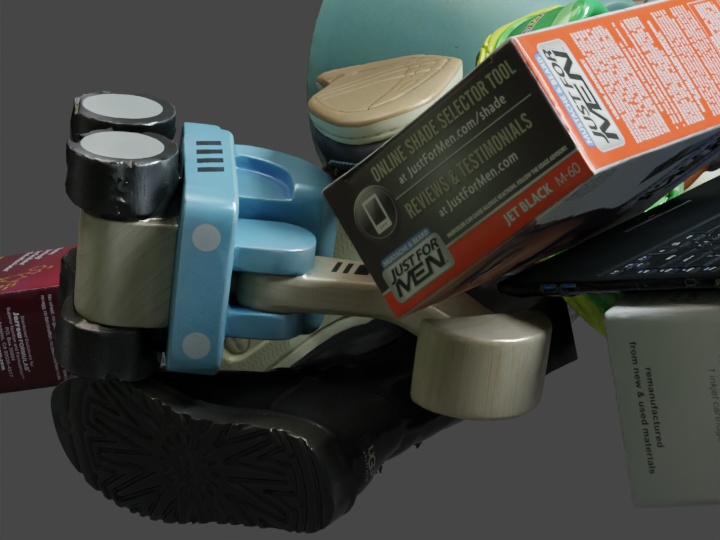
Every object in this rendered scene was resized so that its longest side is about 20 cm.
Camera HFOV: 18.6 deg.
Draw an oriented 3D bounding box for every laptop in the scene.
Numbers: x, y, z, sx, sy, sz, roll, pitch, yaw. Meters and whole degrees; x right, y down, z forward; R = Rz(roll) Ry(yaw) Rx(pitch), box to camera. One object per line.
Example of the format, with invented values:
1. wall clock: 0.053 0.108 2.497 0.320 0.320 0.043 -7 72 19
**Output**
1. laptop: 0.173 -0.064 0.875 0.199 0.104 0.177 -2 14 43

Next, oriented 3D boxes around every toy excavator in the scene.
1. toy excavator: -0.029 -0.001 0.940 0.198 0.101 0.195 4 20 -7

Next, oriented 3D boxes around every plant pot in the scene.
1. plant pot: 0.090 -0.123 1.401 0.160 0.202 0.200 16 26 34

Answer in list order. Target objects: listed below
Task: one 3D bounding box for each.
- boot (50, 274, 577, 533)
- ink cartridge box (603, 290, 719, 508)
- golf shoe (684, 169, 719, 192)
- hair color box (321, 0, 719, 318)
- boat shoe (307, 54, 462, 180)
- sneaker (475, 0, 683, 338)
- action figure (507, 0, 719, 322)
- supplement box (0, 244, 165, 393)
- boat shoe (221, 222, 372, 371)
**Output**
1. boot: -0.018 0.047 1.006 0.164 0.066 0.200 13 29 33
2. ink cartridge box: 0.215 0.028 0.866 0.199 0.085 0.145 -5 13 26
3. golf shoe: 0.180 -0.050 1.284 0.075 0.092 0.200 -24 -11 6
4. hair color box: 0.088 -0.052 0.891 0.111 0.064 0.200 -37 -11 35
5. boat shoe: 0.014 -0.060 0.998 0.071 0.065 0.200 -15 9 -3
6. sneaker: 0.118 -0.043 1.030 0.083 0.201 0.074 -34 -24 26
7. action figure: 0.121 -0.055 1.133 0.199 0.105 0.194 17 73 46
8. supplement box: -0.155 0.022 1.252 0.199 0.061 0.109 -8 13 9
9. boat shoe: 0.000 0.000 1.122 0.199 0.072 0.068 -26 1 21
